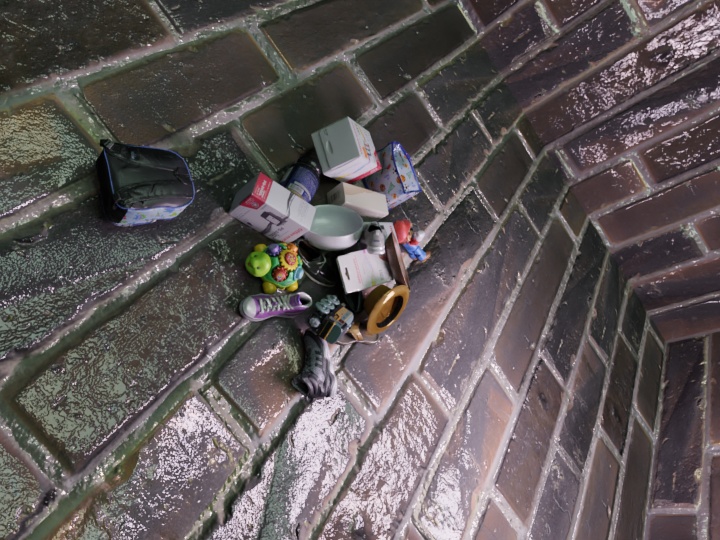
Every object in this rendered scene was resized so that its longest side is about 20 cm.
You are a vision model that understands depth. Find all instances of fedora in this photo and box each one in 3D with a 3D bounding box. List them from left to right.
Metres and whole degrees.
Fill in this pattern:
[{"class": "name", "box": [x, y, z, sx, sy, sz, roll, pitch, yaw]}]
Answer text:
[{"class": "fedora", "box": [0.066, 0.106, 1.651, 0.082, 0.202, 0.199, 41, 36, 26]}]

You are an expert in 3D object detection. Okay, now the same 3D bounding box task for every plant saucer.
[{"class": "plant saucer", "box": [0.115, -0.024, 1.706, 0.200, 0.036, 0.203, -17, 90, -81]}]

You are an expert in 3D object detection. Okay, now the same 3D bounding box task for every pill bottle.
[{"class": "pill bottle", "box": [-0.191, -0.259, 1.638, 0.112, 0.111, 0.201, 41, 49, -22]}]

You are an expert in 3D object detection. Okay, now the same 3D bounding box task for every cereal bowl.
[{"class": "cereal bowl", "box": [-0.092, -0.121, 1.649, 0.197, 0.084, 0.201, 4, 34, -3]}]

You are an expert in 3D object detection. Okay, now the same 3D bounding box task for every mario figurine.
[{"class": "mario figurine", "box": [0.185, -0.119, 1.903, 0.200, 0.122, 0.107, 46, 34, -44]}]

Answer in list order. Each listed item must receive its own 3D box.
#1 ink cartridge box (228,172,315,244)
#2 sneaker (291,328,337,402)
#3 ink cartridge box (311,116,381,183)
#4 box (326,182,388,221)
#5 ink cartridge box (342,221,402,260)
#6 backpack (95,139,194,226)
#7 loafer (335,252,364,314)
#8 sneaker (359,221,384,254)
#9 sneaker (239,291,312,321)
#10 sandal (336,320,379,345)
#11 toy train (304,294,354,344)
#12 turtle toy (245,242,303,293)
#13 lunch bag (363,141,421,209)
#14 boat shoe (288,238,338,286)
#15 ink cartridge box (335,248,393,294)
[{"class": "ink cartridge box", "box": [-0.249, -0.168, 1.516, 0.199, 0.145, 0.084, 31, 54, -28]}, {"class": "sneaker", "box": [-0.140, 0.262, 1.473, 0.113, 0.075, 0.202, -9, 76, -42]}, {"class": "ink cartridge box", "box": [-0.045, -0.394, 1.770, 0.200, 0.143, 0.147, 0, 70, -68]}, {"class": "box", "box": [-0.009, -0.226, 1.811, 0.199, 0.095, 0.079, 10, 64, -42]}, {"class": "ink cartridge box", "box": [0.036, -0.083, 1.792, 0.199, 0.083, 0.148, -5, 75, -44]}, {"class": "backpack", "box": [-0.517, -0.202, 1.277, 0.198, 0.146, 0.185, -8, 76, -41]}, {"class": "loafer", "box": [-0.034, 0.038, 1.671, 0.070, 0.067, 0.203, 34, 38, -82]}, {"class": "sneaker", "box": [0.044, -0.115, 1.635, 0.074, 0.200, 0.083, 0, 110, -12]}, {"class": "sneaker", "box": [-0.223, 0.087, 1.449, 0.199, 0.114, 0.074, -2, 74, -42]}, {"class": "sandal", "box": [-0.008, 0.192, 1.644, 0.198, 0.054, 0.083, 15, 61, -38]}, {"class": "toy train", "box": [-0.082, 0.139, 1.529, 0.114, 0.086, 0.200, 36, 16, 5]}, {"class": "turtle toy", "box": [-0.238, -0.016, 1.488, 0.199, 0.101, 0.147, -6, 75, -45]}, {"class": "lunch bag", "box": [0.104, -0.338, 1.913, 0.123, 0.169, 0.202, -16, 82, -49]}, {"class": "boat shoe", "box": [-0.137, -0.022, 1.615, 0.200, 0.067, 0.072, 42, 48, -24]}, {"class": "ink cartridge box", "box": [0.000, 0.000, 1.627, 0.199, 0.067, 0.118, -14, 87, -42]}]
